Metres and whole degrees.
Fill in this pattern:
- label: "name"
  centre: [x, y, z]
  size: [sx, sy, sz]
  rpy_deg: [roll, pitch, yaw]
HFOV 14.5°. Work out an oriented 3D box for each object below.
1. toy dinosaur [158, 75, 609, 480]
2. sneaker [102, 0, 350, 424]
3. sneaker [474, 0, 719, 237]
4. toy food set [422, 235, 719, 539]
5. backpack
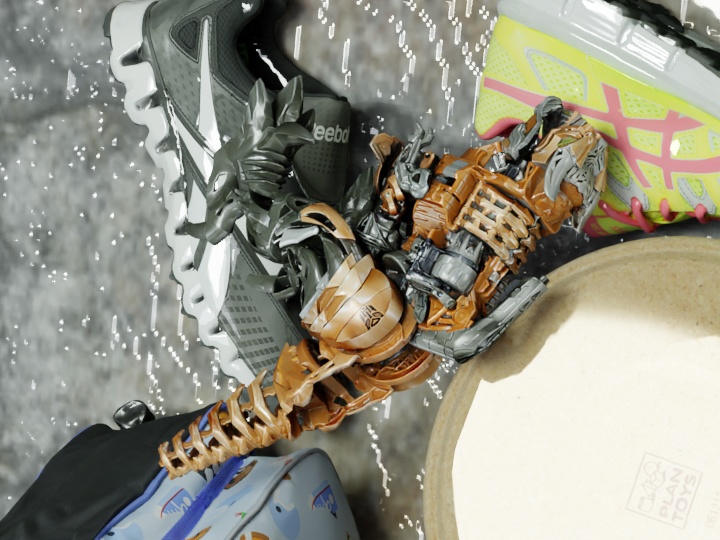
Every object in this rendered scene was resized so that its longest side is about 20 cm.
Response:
- label: "toy dinosaur"
  centre: [0.000, 0.000, 1.085]
  size: [0.199, 0.103, 0.136]
  rpy_deg: [-28, 45, -13]
- label: "sneaker"
  centre: [-0.038, -0.034, 1.186]
  size: [0.090, 0.066, 0.201]
  rpy_deg: [-23, 82, 27]
- label: "sneaker"
  centre: [0.126, -0.044, 1.109]
  size: [0.200, 0.078, 0.091]
  rpy_deg: [35, 108, 30]
- label: "toy food set"
  centre: [0.119, 0.087, 1.060]
  size: [0.197, 0.049, 0.201]
  rpy_deg: [2, 79, 18]
- label: "backpack"
  centre: [-0.070, 0.169, 1.159]
  size: [0.153, 0.200, 0.192]
  rpy_deg: [-3, 112, 28]
